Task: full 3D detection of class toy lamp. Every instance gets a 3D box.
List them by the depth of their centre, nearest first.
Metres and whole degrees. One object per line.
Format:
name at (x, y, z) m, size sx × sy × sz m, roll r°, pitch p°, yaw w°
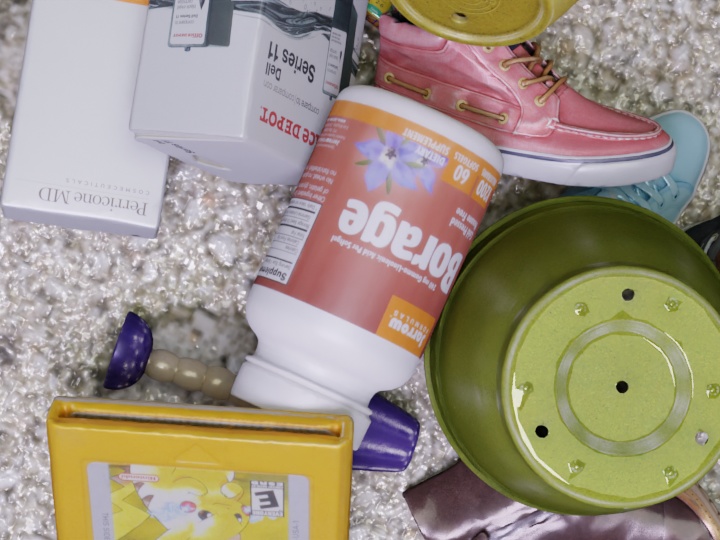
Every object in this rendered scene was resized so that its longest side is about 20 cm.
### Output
toy lamp at (-0.060, 0.081, 1.205) m, size 0.199 × 0.058 × 0.058 m, roll 20°, pitch 83°, yaw -4°

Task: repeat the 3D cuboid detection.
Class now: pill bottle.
pill bottle at (0.000, 0.000, 1.142) m, size 0.112 × 0.112 × 0.201 m, roll 24°, pitch 85°, yaw -6°

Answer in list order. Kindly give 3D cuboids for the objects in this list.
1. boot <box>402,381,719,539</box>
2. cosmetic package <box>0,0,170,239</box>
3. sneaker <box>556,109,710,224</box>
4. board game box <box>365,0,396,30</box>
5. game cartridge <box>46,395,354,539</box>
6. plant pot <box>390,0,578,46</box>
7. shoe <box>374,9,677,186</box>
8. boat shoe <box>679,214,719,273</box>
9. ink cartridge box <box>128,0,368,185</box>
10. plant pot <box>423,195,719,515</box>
boot at (0.144, 0.176, 1.232) m, size 0.166 × 0.072 × 0.200 m, roll -36°, pitch 92°, yaw 2°
cosmetic package at (-0.163, -0.127, 1.199) m, size 0.101 × 0.071 × 0.201 m, roll 8°, pitch 85°, yaw -8°
sneaker at (0.162, -0.032, 1.233) m, size 0.074 × 0.082 × 0.200 m, roll 45°, pitch 81°, yaw -3°
board game box at (0.097, -0.220, 1.269) m, size 0.095 × 0.030 × 0.200 m, roll 38°, pitch 79°, yaw -3°
game cartridge at (-0.094, 0.164, 1.133) m, size 0.176 × 0.032 × 0.201 m, roll 3°, pitch 125°, yaw 2°
plant pot at (0.077, -0.221, 1.135) m, size 0.199 × 0.200 × 0.142 m, roll 18°, pitch 64°, yaw -6°
shoe at (0.103, -0.113, 1.201) m, size 0.199 × 0.072 × 0.091 m, roll 9°, pitch 115°, yaw 13°
boat shoe at (0.296, -0.030, 1.258) m, size 0.199 × 0.068 × 0.072 m, roll -23°, pitch 91°, yaw -17°
ink cartridge box at (-0.061, -0.162, 1.172) m, size 0.083 × 0.147 × 0.201 m, roll 6°, pitch 84°, yaw 25°
plant pot at (0.138, 0.057, 1.095) m, size 0.199 × 0.193 × 0.201 m, roll 0°, pitch 92°, yaw 1°
